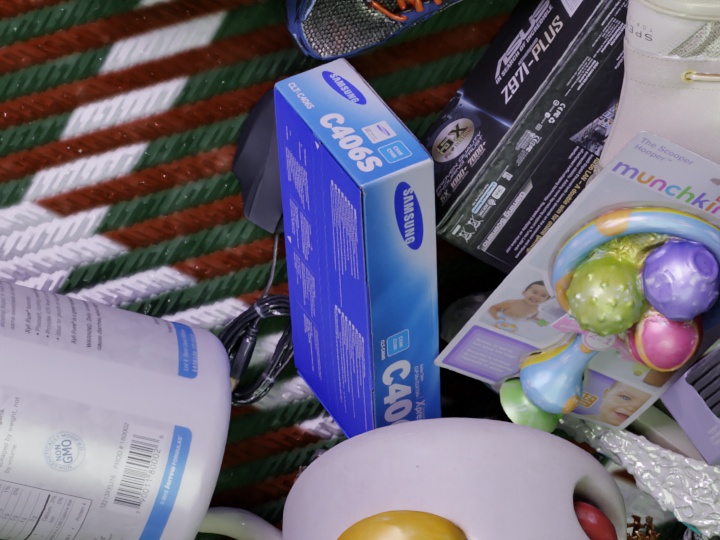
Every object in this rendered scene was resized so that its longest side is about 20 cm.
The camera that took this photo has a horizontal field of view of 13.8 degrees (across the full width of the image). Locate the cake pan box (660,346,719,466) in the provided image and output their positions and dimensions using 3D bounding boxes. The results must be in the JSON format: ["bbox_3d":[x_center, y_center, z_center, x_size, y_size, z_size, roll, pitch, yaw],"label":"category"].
[{"bbox_3d":[0.249,0.010,1.445,0.200,0.184,0.052,-35,81,-16],"label":"cake pan box"}]

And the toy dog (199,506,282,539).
[{"bbox_3d":[-0.105,0.246,1.644,0.199,0.140,0.195,-19,107,1],"label":"toy dog"}]

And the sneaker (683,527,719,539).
[{"bbox_3d":[0.183,0.170,1.672,0.200,0.076,0.115,-35,134,-1],"label":"sneaker"}]

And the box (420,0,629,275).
[{"bbox_3d":[0.150,-0.079,1.538,0.163,0.086,0.200,27,110,-22],"label":"box"}]

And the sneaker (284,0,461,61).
[{"bbox_3d":[0.048,-0.167,1.478,0.200,0.079,0.075,-34,118,9],"label":"sneaker"}]

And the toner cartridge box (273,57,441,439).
[{"bbox_3d":[0.000,0.000,1.522,0.043,0.095,0.201,-22,136,-20],"label":"toner cartridge box"}]

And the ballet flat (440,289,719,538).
[{"bbox_3d":[0.137,0.062,1.585,0.200,0.072,0.072,36,110,7],"label":"ballet flat"}]

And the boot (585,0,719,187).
[{"bbox_3d":[0.214,-0.075,1.463,0.199,0.072,0.155,5,119,-13],"label":"boot"}]

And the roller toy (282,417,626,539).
[{"bbox_3d":[0.051,0.173,1.525,0.182,0.140,0.200,11,145,-17],"label":"roller toy"}]

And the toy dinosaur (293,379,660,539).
[{"bbox_3d":[0.068,0.119,1.645,0.199,0.102,0.136,-2,136,-34],"label":"toy dinosaur"}]

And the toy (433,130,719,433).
[{"bbox_3d":[0.133,0.023,1.460,0.115,0.047,0.200,21,139,-20],"label":"toy"}]

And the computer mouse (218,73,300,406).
[{"bbox_3d":[-0.044,-0.012,1.572,0.058,0.034,0.201,5,117,-13],"label":"computer mouse"}]

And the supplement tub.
[{"bbox_3d":[-0.178,0.074,1.539,0.199,0.132,0.132,15,115,-16],"label":"supplement tub"}]
